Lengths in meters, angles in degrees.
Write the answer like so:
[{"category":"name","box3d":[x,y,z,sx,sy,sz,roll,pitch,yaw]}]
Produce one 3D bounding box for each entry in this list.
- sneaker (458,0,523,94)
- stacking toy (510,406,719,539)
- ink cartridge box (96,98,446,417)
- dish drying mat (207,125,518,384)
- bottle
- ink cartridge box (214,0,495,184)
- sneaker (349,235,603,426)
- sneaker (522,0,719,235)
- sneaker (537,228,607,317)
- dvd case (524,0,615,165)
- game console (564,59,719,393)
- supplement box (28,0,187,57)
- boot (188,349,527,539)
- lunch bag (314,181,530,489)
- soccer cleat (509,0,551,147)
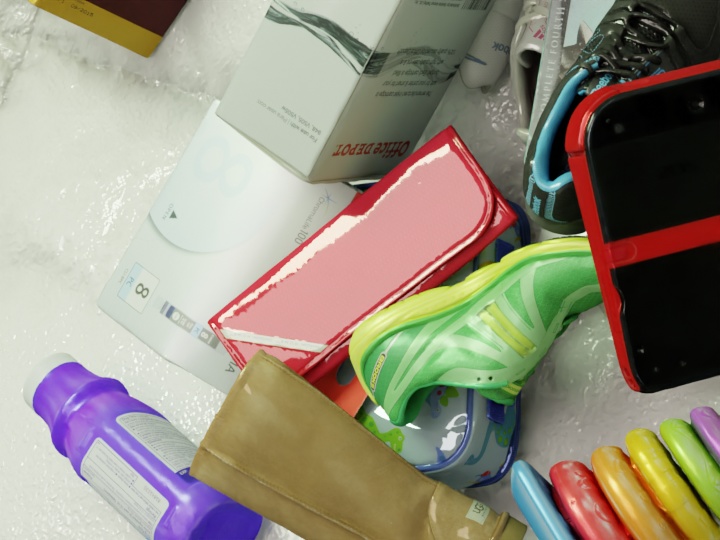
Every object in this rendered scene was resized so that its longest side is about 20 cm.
[{"category":"sneaker","box3d":[0.021,-0.176,1.767,0.200,0.074,0.087,18,93,36]},{"category":"stacking toy","box3d":[0.201,0.121,1.564,0.200,0.116,0.110,-35,60,5]},{"category":"ink cartridge box","box3d":[-0.059,0.005,1.686,0.200,0.047,0.160,35,96,36]},{"category":"dish drying mat","box3d":[0.000,0.000,1.643,0.200,0.018,0.077,-39,73,11]},{"category":"bottle","box3d":[-0.155,0.128,1.794,0.200,0.083,0.065,38,100,33]},{"category":"ink cartridge box","box3d":[0.011,-0.161,1.658,0.083,0.147,0.200,34,106,20]},{"category":"sneaker","box3d":[0.092,0.036,1.590,0.200,0.074,0.084,-25,78,20]},{"category":"sneaker","box3d":[0.162,-0.114,1.562,0.073,0.082,0.200,27,84,14]},{"category":"sneaker","box3d":[0.187,0.008,1.615,0.200,0.073,0.071,31,105,44]},{"category":"dvd case","box3d":[0.209,-0.118,1.608,0.199,0.022,0.147,9,82,11]},{"category":"game console","box3d":[0.228,-0.036,1.524,0.199,0.031,0.177,-14,94,-9]},{"category":"supplement box","box3d":[-0.191,-0.302,1.901,0.197,0.133,0.200,43,102,34]},{"category":"boot","box3d":[-0.018,0.168,1.637,0.200,0.066,0.175,31,110,3]},{"category":"lunch bag","box3d":[0.031,0.043,1.694,0.160,0.082,0.201,-7,74,33]},{"category":"soccer cleat","box3d":[0.133,-0.162,1.678,0.070,0.086,0.201,-8,73,32]}]
